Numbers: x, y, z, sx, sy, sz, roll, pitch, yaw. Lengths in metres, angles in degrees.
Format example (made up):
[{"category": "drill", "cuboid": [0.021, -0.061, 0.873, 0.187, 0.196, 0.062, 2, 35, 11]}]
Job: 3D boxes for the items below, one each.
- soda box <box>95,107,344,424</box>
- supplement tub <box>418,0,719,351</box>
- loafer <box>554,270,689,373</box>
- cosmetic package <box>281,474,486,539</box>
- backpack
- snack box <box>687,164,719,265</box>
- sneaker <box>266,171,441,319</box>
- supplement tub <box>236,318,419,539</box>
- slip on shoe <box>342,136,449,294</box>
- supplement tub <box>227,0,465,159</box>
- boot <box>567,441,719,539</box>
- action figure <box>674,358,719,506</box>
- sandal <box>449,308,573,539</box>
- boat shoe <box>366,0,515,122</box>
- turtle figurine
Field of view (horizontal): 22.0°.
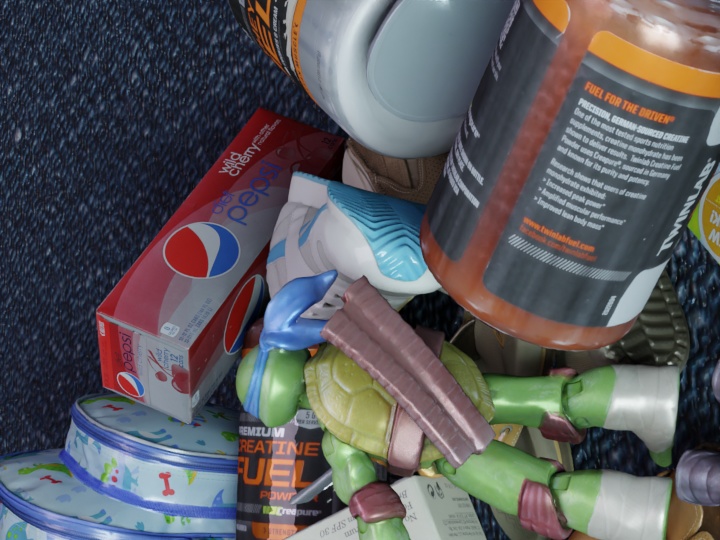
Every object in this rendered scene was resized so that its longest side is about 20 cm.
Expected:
[{"category": "soda box", "cuboid": [-0.080, -0.007, 1.107, 0.070, 0.063, 0.201, 93, -157, -45]}, {"category": "supplement tub", "cuboid": [0.104, -0.072, 0.758, 0.107, 0.106, 0.201, 60, 137, 44]}, {"category": "loafer", "cuboid": [0.099, -0.025, 0.918, 0.068, 0.075, 0.202, -46, 51, 52]}, {"category": "cosmetic package", "cuboid": [0.034, 0.213, 0.920, 0.105, 0.071, 0.202, -29, 73, 18]}, {"category": "backpack", "cuboid": [-0.133, 0.157, 1.161, 0.183, 0.198, 0.149, 22, 108, 60]}, {"category": "snack box", "cuboid": [0.184, -0.121, 0.796, 0.169, 0.067, 0.201, 57, 135, 45]}, {"category": "sneaker", "cuboid": [0.000, 0.000, 0.918, 0.200, 0.076, 0.082, -159, 84, -78]}, {"category": "supplement tub", "cuboid": [-0.017, 0.091, 1.058, 0.107, 0.106, 0.202, -7, 80, 59]}, {"category": "slip on shoe", "cuboid": [0.047, -0.044, 1.019, 0.200, 0.075, 0.061, -125, 45, -58]}, {"category": "supplement tub", "cuboid": [-0.001, -0.154, 1.030, 0.200, 0.121, 0.124, 48, 126, 52]}, {"category": "boot", "cuboid": [0.141, 0.191, 0.825, 0.155, 0.073, 0.201, -50, 48, 39]}, {"category": "action figure", "cuboid": [0.217, 0.075, 0.719, 0.199, 0.069, 0.132, 12, 90, 56]}, {"category": "sandal", "cuboid": [0.064, 0.063, 0.925, 0.080, 0.054, 0.201, 51, 158, 44]}, {"category": "boat shoe", "cuboid": [0.083, -0.154, 0.906, 0.200, 0.071, 0.091, -41, 16, 10]}, {"category": "turtle figurine", "cuboid": [0.041, 0.097, 0.831, 0.144, 0.192, 0.202, -46, -39, -75]}]
